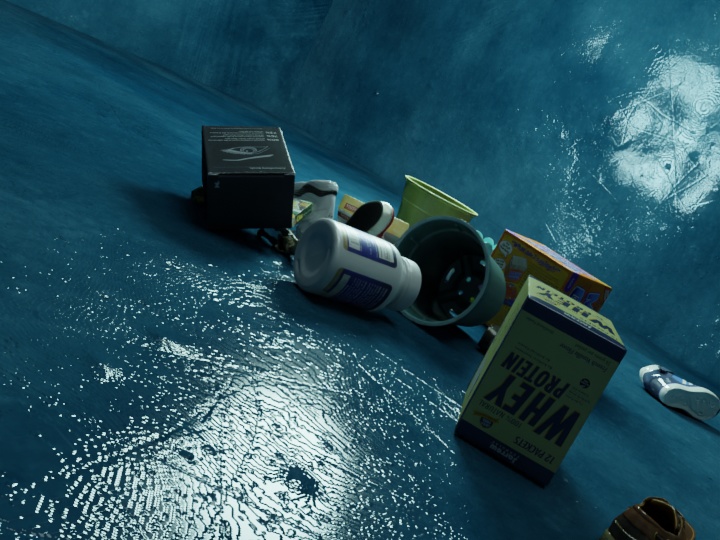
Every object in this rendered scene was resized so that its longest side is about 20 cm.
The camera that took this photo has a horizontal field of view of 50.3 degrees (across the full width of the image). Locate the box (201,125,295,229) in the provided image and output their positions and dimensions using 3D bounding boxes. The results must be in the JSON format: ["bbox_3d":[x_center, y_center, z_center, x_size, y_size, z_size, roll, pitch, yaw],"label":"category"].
[{"bbox_3d":[-0.198,-0.163,1.321,0.146,0.106,0.201,-1,33,-13],"label":"box"}]

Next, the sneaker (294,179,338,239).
[{"bbox_3d":[-0.132,-0.114,1.560,0.198,0.117,0.075,-6,-9,32],"label":"sneaker"}]

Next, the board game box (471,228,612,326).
[{"bbox_3d":[0.392,0.060,1.706,0.198,0.202,0.200,15,18,-47],"label":"board game box"}]

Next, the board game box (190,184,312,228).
[{"bbox_3d":[-0.196,-0.125,1.392,0.197,0.024,0.105,16,27,12],"label":"board game box"}]

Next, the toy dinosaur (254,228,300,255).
[{"bbox_3d":[-0.144,-0.062,1.384,0.087,0.048,0.200,28,7,-18],"label":"toy dinosaur"}]

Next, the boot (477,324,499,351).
[{"bbox_3d":[0.317,0.163,1.468,0.130,0.068,0.199,41,24,29],"label":"boot"}]

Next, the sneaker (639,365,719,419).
[{"bbox_3d":[0.806,0.298,1.957,0.198,0.081,0.147,18,19,-20],"label":"sneaker"}]

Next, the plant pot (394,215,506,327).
[{"bbox_3d":[0.180,0.019,1.455,0.199,0.202,0.195,35,6,30],"label":"plant pot"}]

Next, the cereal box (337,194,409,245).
[{"bbox_3d":[0.020,-0.073,1.567,0.142,0.040,0.200,25,-18,6],"label":"cereal box"}]

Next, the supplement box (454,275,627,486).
[{"bbox_3d":[0.235,0.135,1.019,0.133,0.202,0.200,28,13,8],"label":"supplement box"}]

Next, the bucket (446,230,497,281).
[{"bbox_3d":[0.259,-0.048,2.020,0.205,0.136,0.207,26,12,-6],"label":"bucket"}]

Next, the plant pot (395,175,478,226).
[{"bbox_3d":[0.152,-0.098,1.850,0.198,0.192,0.200,27,11,-6],"label":"plant pot"}]

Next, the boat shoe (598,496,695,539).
[{"bbox_3d":[0.353,0.305,0.899,0.199,0.068,0.072,16,16,-47],"label":"boat shoe"}]

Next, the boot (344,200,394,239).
[{"bbox_3d":[0.040,-0.054,1.452,0.143,0.200,0.073,21,57,-24],"label":"boot"}]

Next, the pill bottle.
[{"bbox_3d":[0.000,0.000,1.253,0.198,0.121,0.120,20,14,-37],"label":"pill bottle"}]
